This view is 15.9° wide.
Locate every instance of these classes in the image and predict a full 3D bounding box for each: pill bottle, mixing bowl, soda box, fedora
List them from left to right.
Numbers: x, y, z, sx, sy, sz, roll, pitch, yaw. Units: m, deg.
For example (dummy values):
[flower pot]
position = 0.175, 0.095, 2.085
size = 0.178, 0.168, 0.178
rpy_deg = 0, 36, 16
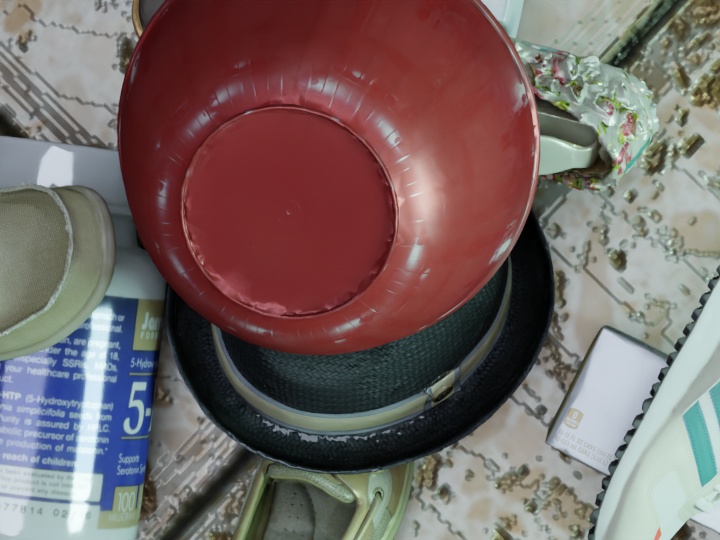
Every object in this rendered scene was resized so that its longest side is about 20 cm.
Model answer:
[pill bottle]
position = -0.160, 0.036, 1.314
size = 0.119, 0.120, 0.201
rpy_deg = 7, 92, 7
[mixing bowl]
position = -0.024, -0.042, 1.146
size = 0.199, 0.108, 0.201
rpy_deg = 3, 109, 9
[fedora]
position = 0.000, 0.000, 1.279
size = 0.199, 0.092, 0.202
rpy_deg = 0, 68, -1
[soda box]
position = 0.195, 0.101, 1.298
size = 0.199, 0.064, 0.068
rpy_deg = 27, 93, 7

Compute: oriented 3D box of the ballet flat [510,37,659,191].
[ballet flat]
position = 0.044, -0.082, 1.243
size = 0.199, 0.064, 0.076
rpy_deg = 10, 134, 7

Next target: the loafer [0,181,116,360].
[loafer]
position = -0.205, 0.012, 1.232
size = 0.199, 0.068, 0.076
rpy_deg = -22, 76, 26

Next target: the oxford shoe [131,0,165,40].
[oxford shoe]
position = -0.017, -0.153, 1.202
size = 0.199, 0.073, 0.072
rpy_deg = -22, 82, 3

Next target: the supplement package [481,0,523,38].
[supplement package]
position = -0.011, -0.189, 1.298
size = 0.199, 0.114, 0.110
rpy_deg = 11, 90, 7

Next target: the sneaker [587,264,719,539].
[sneaker]
position = 0.183, 0.076, 1.232
size = 0.093, 0.070, 0.201
rpy_deg = 28, 90, 12

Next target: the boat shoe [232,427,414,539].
[boat shoe]
position = -0.030, 0.130, 1.297
size = 0.073, 0.063, 0.201
rpy_deg = 20, 70, 22
